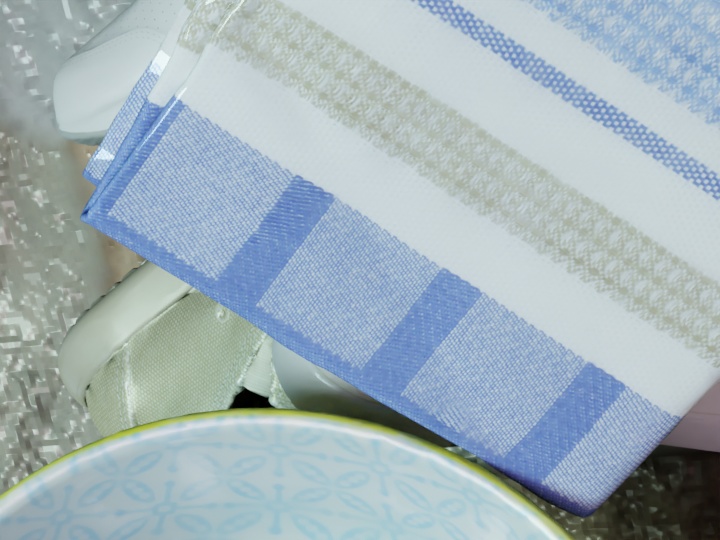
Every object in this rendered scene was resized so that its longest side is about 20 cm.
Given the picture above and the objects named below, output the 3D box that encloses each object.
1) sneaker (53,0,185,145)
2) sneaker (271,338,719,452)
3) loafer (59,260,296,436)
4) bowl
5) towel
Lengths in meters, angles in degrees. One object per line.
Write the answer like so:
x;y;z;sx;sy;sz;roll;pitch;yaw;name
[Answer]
-0.006;-0.095;0.764;0.200;0.070;0.080;-28;82;28;sneaker
0.082;-0.004;0.701;0.073;0.200;0.085;63;148;37;sneaker
0.000;0.000;0.776;0.200;0.076;0.068;-40;73;38;loafer
-0.018;0.137;0.692;0.200;0.108;0.201;-1;81;5;bowl
0.043;-0.048;0.601;0.147;0.024;0.200;32;124;-7;towel
